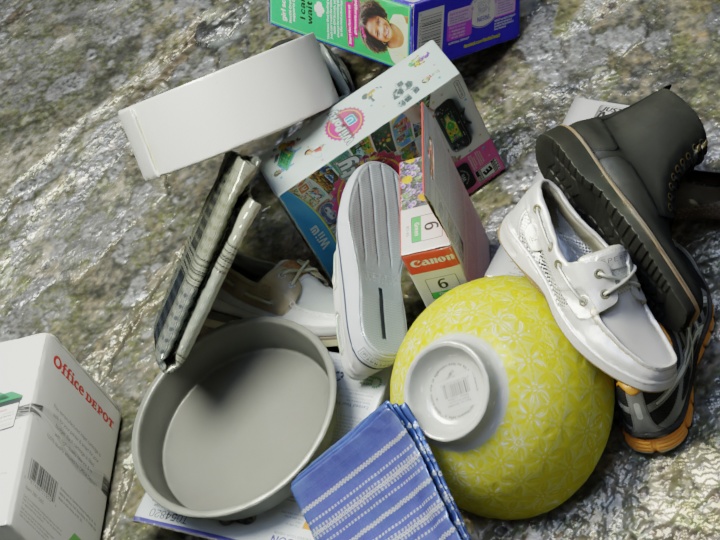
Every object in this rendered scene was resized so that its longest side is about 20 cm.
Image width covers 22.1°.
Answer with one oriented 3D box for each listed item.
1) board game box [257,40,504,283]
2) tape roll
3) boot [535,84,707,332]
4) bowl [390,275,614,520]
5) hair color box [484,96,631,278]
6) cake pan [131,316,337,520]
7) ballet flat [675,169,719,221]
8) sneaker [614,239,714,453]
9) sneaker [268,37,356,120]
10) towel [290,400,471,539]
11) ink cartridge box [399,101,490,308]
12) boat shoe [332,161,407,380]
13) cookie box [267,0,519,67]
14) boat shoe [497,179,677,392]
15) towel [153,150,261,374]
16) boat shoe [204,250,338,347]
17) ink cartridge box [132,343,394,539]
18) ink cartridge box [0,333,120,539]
[{"bbox_3d":[0.020,-0.098,1.715,0.199,0.148,0.064,-34,48,-1],"label":"board game box"},{"bbox_3d":[-0.123,-0.152,1.715,0.201,0.071,0.202,-21,8,3],"label":"tape roll"},{"bbox_3d":[0.254,-0.061,1.512,0.137,0.078,0.201,-25,70,-20],"label":"boot"},{"bbox_3d":[0.095,0.100,1.489,0.198,0.107,0.203,-4,82,32],"label":"bowl"},{"bbox_3d":[0.196,-0.049,1.593,0.101,0.061,0.201,13,62,33],"label":"hair color box"},{"bbox_3d":[-0.105,0.133,1.612,0.198,0.037,0.202,-15,49,18],"label":"cake pan"},{"bbox_3d":[0.288,-0.068,1.625,0.198,0.046,0.068,7,57,31],"label":"ballet flat"},{"bbox_3d":[0.247,0.049,1.533,0.077,0.077,0.201,-8,50,22],"label":"sneaker"},{"bbox_3d":[-0.050,-0.205,1.856,0.075,0.116,0.200,-37,47,-5],"label":"sneaker"},{"bbox_3d":[0.025,0.221,1.456,0.145,0.024,0.201,-40,65,33],"label":"towel"},{"bbox_3d":[0.065,-0.038,1.607,0.050,0.201,0.110,-12,49,16],"label":"ink cartridge box"},{"bbox_3d":[0.000,0.000,1.624,0.067,0.073,0.202,-41,37,48],"label":"boat shoe"},{"bbox_3d":[0.033,-0.272,1.844,0.199,0.076,0.170,23,33,37],"label":"cookie box"},{"bbox_3d":[0.186,0.009,1.461,0.070,0.070,0.200,-14,54,-43],"label":"boat shoe"},{"bbox_3d":[-0.137,-0.014,1.666,0.193,0.034,0.202,-136,69,-80],"label":"towel"},{"bbox_3d":[-0.067,0.025,1.698,0.198,0.069,0.075,7,15,30],"label":"boat shoe"},{"bbox_3d":[-0.079,0.160,1.632,0.198,0.041,0.201,8,59,33],"label":"ink cartridge box"},{"bbox_3d":[-0.294,0.180,1.652,0.084,0.146,0.201,-11,49,20],"label":"ink cartridge box"}]
